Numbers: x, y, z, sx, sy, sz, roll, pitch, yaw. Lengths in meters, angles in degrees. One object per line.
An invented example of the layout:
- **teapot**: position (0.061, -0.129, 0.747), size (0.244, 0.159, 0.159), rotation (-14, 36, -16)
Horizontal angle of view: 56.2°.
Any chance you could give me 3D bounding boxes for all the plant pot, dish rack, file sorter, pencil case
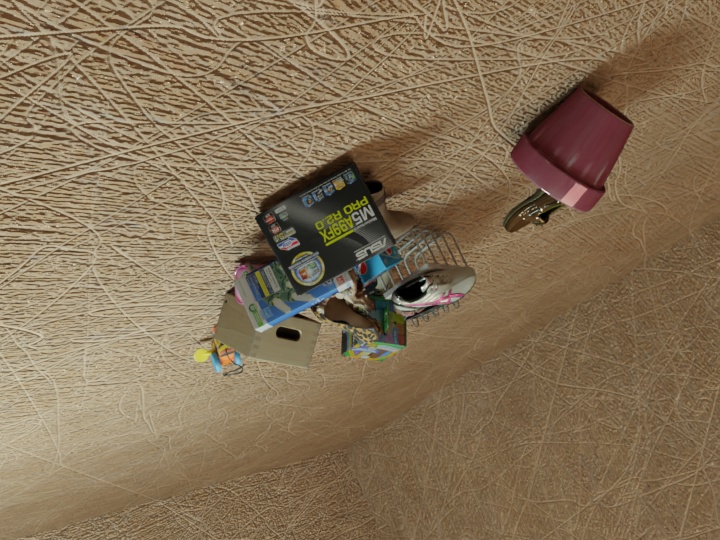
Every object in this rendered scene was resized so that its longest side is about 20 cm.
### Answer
- **plant pot**: position (0.422, -0.244, 1.312), size (0.199, 0.200, 0.180), rotation (0, 133, -48)
- **dish rack**: position (0.173, 0.083, 1.614), size (0.152, 0.055, 0.200), rotation (-24, 160, 2)
- **file sorter**: position (0.141, -0.018, 1.587), size (0.138, 0.125, 0.199), rotation (-37, 156, 31)
- **pencil case**: position (-0.165, 0.018, 1.385), size (0.199, 0.088, 0.087), rotation (-6, 152, -40)

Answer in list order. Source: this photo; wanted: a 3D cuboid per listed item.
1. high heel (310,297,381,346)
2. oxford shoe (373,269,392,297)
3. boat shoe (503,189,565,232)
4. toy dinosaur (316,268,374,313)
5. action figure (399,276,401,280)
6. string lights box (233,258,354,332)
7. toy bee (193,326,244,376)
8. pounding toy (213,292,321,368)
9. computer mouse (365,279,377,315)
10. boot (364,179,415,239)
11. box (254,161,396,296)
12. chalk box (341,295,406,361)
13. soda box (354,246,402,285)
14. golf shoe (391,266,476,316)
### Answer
- **high heel**: position (-0.041, 0.083, 1.449), size (0.072, 0.199, 0.143), rotation (-50, 180, -18)
- **oxford shoe**: position (0.050, 0.048, 1.736), size (0.074, 0.058, 0.200), rotation (-19, 157, -13)
- **boat shoe**: position (0.443, -0.146, 1.711), size (0.071, 0.068, 0.200), rotation (-9, 155, -40)
- **toy dinosaur**: position (-0.036, 0.004, 1.396), size (0.085, 0.202, 0.136), rotation (-2, -161, 21)
- **action figure**: position (0.089, 0.085, 1.877), size (0.065, 0.099, 0.201), rotation (-6, 130, -35)
- **string lights box**: position (-0.122, 0.023, 1.256), size (0.198, 0.104, 0.059), rotation (-27, 170, -1)
- **toy bee**: position (-0.317, 0.179, 1.595), size (0.130, 0.110, 0.199), rotation (-18, -176, -41)
- **pounding toy**: position (-0.184, 0.109, 1.446), size (0.199, 0.144, 0.183), rotation (17, 179, -41)
- **computer mouse**: position (0.013, 0.068, 1.602), size (0.058, 0.202, 0.034), rotation (-8, -166, -9)
- **boot**: position (0.025, -0.113, 1.270), size (0.198, 0.071, 0.147), rotation (-16, 150, -19)
- **box**: position (-0.060, -0.072, 1.180), size (0.198, 0.161, 0.044), rotation (-27, -172, 6)
- **chalk box**: position (0.042, 0.142, 1.718), size (0.123, 0.126, 0.200), rotation (11, 157, -20)
- **soda box**: position (0.000, 0.000, 1.502), size (0.064, 0.068, 0.200), rotation (-24, 171, -45)
- **golf shoe**: position (0.163, 0.039, 1.471), size (0.198, 0.073, 0.092), rotation (-22, 158, -3)
